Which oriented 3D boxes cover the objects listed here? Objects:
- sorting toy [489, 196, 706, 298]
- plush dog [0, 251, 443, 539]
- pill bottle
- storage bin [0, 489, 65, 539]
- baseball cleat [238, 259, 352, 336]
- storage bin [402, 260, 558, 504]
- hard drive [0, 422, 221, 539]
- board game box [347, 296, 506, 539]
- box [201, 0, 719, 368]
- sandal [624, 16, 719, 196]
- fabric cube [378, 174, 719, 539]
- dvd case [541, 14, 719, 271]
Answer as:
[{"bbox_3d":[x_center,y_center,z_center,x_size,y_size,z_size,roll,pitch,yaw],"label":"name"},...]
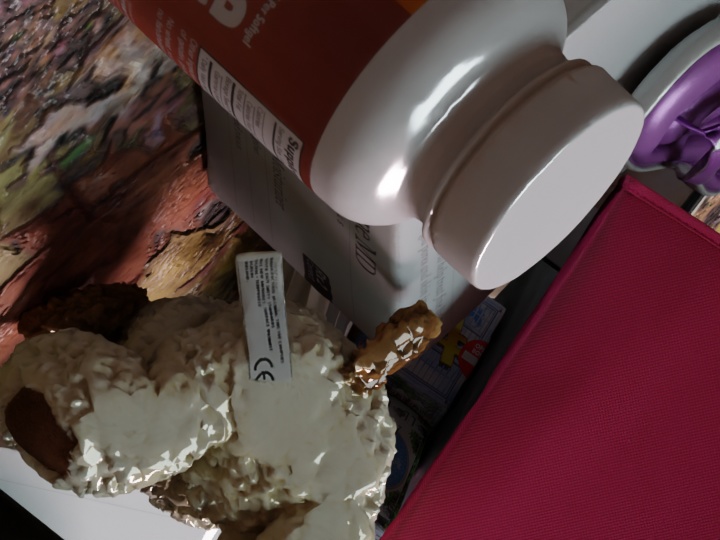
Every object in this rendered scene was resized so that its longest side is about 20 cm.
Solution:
[{"bbox_3d":[0.095,-0.041,1.574,0.180,0.107,0.200,-24,160,-30],"label":"sorting toy"},{"bbox_3d":[-0.053,0.060,1.258,0.160,0.200,0.172,-46,-161,-9],"label":"plush dog"},{"bbox_3d":[-0.001,-0.090,1.035,0.112,0.200,0.112,-42,163,-17],"label":"pill bottle"},{"bbox_3d":[-0.162,0.185,1.238,0.135,0.200,0.094,-33,148,-38],"label":"storage bin"},{"bbox_3d":[0.000,0.000,1.442,0.106,0.070,0.200,-17,150,-29],"label":"baseball cleat"},{"bbox_3d":[0.112,0.085,1.524,0.146,0.134,0.200,-48,-170,47],"label":"storage bin"},{"bbox_3d":[-0.155,0.153,1.379,0.132,0.026,0.200,15,126,-23],"label":"hard drive"},{"bbox_3d":[-0.012,0.094,1.518,0.200,0.062,0.200,-53,-174,31],"label":"board game box"},{"bbox_3d":[0.043,-0.098,1.245,0.200,0.131,0.199,-42,162,-17],"label":"box"},{"bbox_3d":[0.164,-0.065,1.301,0.083,0.050,0.203,-53,163,10],"label":"sandal"},{"bbox_3d":[0.144,0.090,1.338,0.200,0.196,0.200,-58,176,3],"label":"fabric cube"},{"bbox_3d":[0.124,-0.097,1.426,0.200,0.143,0.018,-54,178,21],"label":"dvd case"}]
